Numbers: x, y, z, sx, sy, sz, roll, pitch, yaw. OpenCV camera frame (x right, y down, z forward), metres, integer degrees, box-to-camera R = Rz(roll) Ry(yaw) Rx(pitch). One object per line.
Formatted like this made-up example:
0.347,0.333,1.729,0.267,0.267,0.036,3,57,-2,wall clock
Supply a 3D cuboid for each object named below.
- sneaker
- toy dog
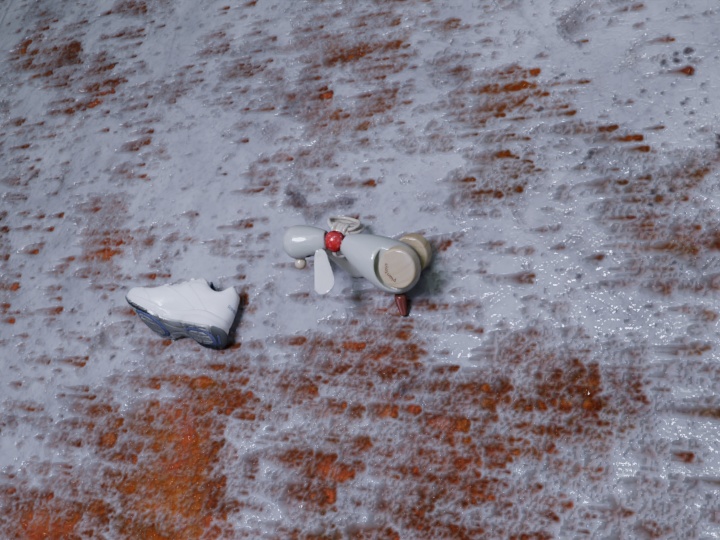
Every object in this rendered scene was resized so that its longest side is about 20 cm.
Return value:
-0.254,0.052,1.173,0.196,0.075,0.088,12,57,27,sneaker
0.000,0.000,1.033,0.197,0.130,0.099,16,110,40,toy dog
